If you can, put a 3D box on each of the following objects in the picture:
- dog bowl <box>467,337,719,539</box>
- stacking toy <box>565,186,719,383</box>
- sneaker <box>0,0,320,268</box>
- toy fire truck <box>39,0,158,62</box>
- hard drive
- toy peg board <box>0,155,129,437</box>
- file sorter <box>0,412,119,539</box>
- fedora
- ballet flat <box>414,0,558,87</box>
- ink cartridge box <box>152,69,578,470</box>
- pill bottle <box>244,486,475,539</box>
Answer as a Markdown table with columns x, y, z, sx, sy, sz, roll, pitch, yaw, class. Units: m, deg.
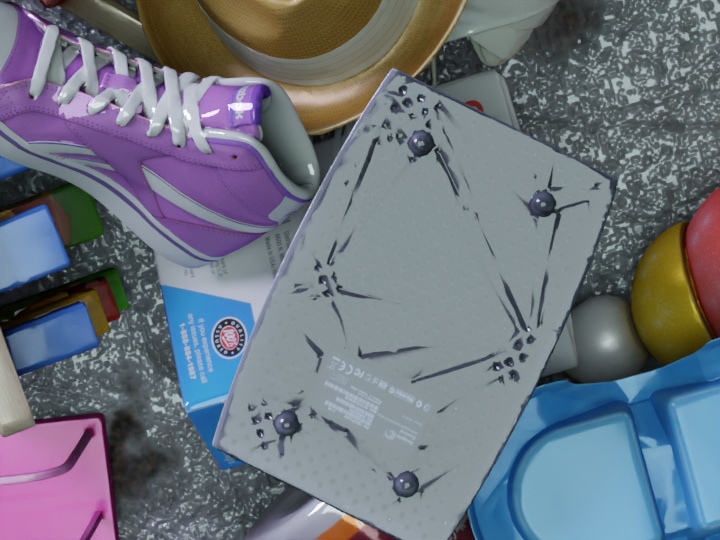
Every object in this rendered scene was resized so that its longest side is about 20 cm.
| x | y | z | sx | sy | sz | roll | pitch | yaw | class |
| --- | --- | --- | --- | --- | --- | --- | --- | --- | --- |
| 0.149 | 0.099 | 1.243 | 0.199 | 0.050 | 0.112 | -15 | 87 | -2 | dog bowl |
| 0.194 | 0.013 | 1.315 | 0.199 | 0.146 | 0.147 | -23 | 97 | 24 | stacking toy |
| -0.104 | -0.083 | 1.179 | 0.200 | 0.073 | 0.114 | 32 | 143 | -32 | sneaker |
| -0.074 | -0.151 | 1.319 | 0.200 | 0.049 | 0.141 | 43 | 97 | -5 | toy fire truck |
| 0.026 | 0.020 | 1.195 | 0.134 | 0.042 | 0.201 | 26 | 95 | 1 | hard drive |
| -0.181 | -0.035 | 1.273 | 0.097 | 0.199 | 0.201 | -21 | 97 | -12 | toy peg board |
| -0.201 | 0.193 | 1.330 | 0.138 | 0.125 | 0.202 | -6 | 98 | 3 | file sorter |
| -0.038 | -0.169 | 1.217 | 0.199 | 0.082 | 0.202 | -5 | 75 | 19 | fedora |
| 0.040 | -0.126 | 1.267 | 0.199 | 0.069 | 0.070 | -18 | 97 | 12 | ballet flat |
| 0.000 | 0.000 | 1.288 | 0.199 | 0.084 | 0.147 | -15 | 60 | 4 | ink cartridge box |
| 0.041 | 0.187 | 1.329 | 0.114 | 0.114 | 0.200 | -38 | 96 | 6 | pill bottle |
